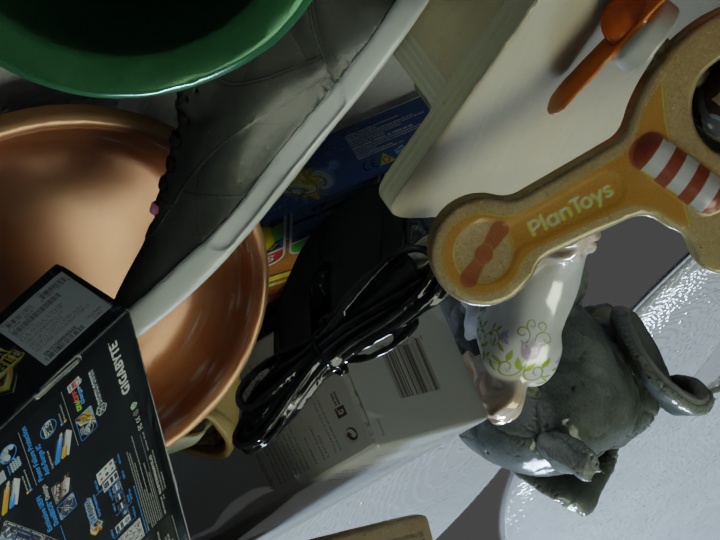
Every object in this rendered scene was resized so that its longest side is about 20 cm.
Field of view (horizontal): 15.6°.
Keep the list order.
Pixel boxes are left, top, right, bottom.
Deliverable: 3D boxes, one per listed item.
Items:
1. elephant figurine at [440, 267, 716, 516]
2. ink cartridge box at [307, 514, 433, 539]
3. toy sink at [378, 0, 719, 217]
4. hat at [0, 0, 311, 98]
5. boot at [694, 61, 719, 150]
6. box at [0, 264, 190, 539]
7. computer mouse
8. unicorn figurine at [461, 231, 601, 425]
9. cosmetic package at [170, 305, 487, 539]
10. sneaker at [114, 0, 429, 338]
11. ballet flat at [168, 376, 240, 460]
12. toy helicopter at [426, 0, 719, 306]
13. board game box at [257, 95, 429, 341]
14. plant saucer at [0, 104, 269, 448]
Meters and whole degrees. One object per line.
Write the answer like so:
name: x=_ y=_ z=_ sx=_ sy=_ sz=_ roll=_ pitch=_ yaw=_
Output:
elephant figurine: x=0.137 y=0.068 z=1.543 sx=0.141 sy=0.156 sz=0.200 roll=-6 pitch=161 yaw=40
ink cartridge box: x=-0.078 y=0.191 z=1.346 sx=0.200 sy=0.075 sz=0.164 roll=-20 pitch=173 yaw=41
toy sink: x=0.074 y=-0.134 z=1.147 sx=0.130 sy=0.112 sz=0.200 roll=-5 pitch=140 yaw=-45
hat: x=-0.088 y=-0.171 z=1.001 sx=0.166 sy=0.176 sz=0.200 roll=-39 pitch=115 yaw=14
boot: x=0.146 y=-0.097 z=1.236 sx=0.073 sy=0.163 sz=0.198 roll=-11 pitch=149 yaw=-41
box: x=-0.152 y=0.117 z=1.134 sx=0.159 sy=0.046 sz=0.200 roll=-44 pitch=148 yaw=-25
computer mouse: x=0.000 y=0.000 z=1.231 sx=0.138 sy=0.053 sz=0.200 roll=-40 pitch=-174 yaw=21
unicorn figurine: x=0.092 y=-0.010 z=1.375 sx=0.073 sy=0.137 sz=0.201 roll=-1 pitch=109 yaw=-5
cosmetic package: x=-0.045 y=0.091 z=1.402 sx=0.200 sy=0.085 sz=0.107 roll=-31 pitch=168 yaw=34
sneaker: x=-0.067 y=-0.069 z=1.106 sx=0.200 sy=0.099 sz=0.071 roll=-52 pitch=-176 yaw=13
ballet flat: x=-0.144 y=0.062 z=1.263 sx=0.199 sy=0.063 sz=0.069 roll=3 pitch=153 yaw=-29
toy helicopter: x=0.115 y=-0.052 z=1.096 sx=0.199 sy=0.133 sz=0.079 roll=-27 pitch=-165 yaw=-2
board game box: x=-0.038 y=-0.011 z=1.337 sx=0.199 sy=0.035 sz=0.136 roll=-23 pitch=154 yaw=-17
plant saucer: x=-0.141 y=0.010 z=1.176 sx=0.199 sy=0.037 sz=0.201 roll=-10 pitch=124 yaw=-15
